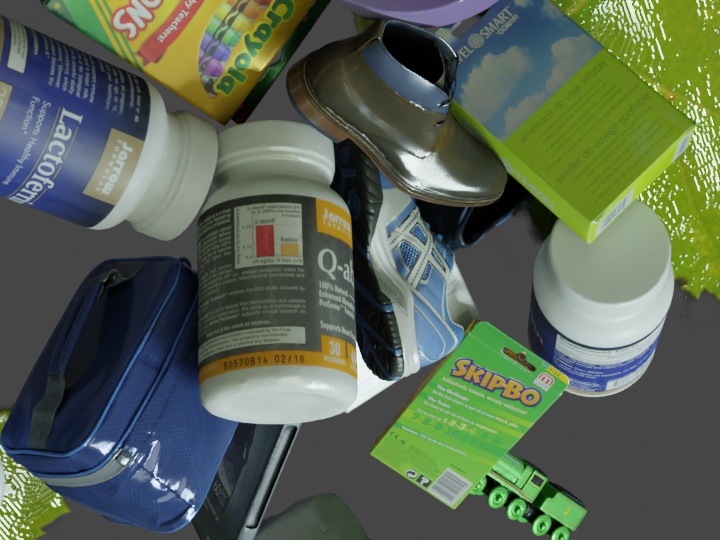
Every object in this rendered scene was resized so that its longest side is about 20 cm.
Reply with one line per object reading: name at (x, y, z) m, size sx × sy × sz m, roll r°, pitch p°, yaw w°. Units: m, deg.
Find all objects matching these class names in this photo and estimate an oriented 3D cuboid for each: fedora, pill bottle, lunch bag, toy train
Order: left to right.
pill bottle at (-0.208, -0.097, 1.010) m, size 0.198 × 0.116 × 0.117 m, roll 21°, pitch 107°, yaw -31°
lunch bag at (-0.171, 0.080, 1.083) m, size 0.132 × 0.135 × 0.202 m, roll 43°, pitch 58°, yaw -36°
pill bottle at (-0.062, 0.002, 1.036) m, size 0.115 × 0.116 × 0.203 m, roll 7°, pitch 70°, yaw -26°
fedora at (-0.059, 0.256, 1.259) m, size 0.198 × 0.177 × 0.091 m, roll -22°, pitch 81°, yaw -32°
toy train at (0.145, 0.205, 1.371) m, size 0.199 × 0.042 × 0.057 m, roll 36°, pitch 89°, yaw -34°
pill bottle at (0.200, 0.021, 1.191) m, size 0.115 × 0.116 × 0.200 m, roll -28°, pitch 158°, yaw -8°

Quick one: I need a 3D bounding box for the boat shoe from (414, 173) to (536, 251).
boat shoe at (0.125, -0.072, 1.163) m, size 0.200 × 0.068 × 0.085 m, roll -47°, pitch 127°, yaw -23°

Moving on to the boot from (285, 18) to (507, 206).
boot at (0.051, -0.110, 1.031) m, size 0.198 × 0.076 × 0.097 m, roll 25°, pitch 148°, yaw -29°

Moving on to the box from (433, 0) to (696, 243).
box at (0.147, -0.131, 1.114) m, size 0.122 × 0.200 × 0.048 m, roll -42°, pitch 162°, yaw -13°

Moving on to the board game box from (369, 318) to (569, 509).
board game box at (0.095, 0.124, 1.243) m, size 0.095 × 0.030 × 0.201 m, roll 33°, pitch 131°, yaw -4°

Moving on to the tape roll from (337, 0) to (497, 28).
tape roll at (0.037, -0.273, 0.985) m, size 0.197 × 0.066 × 0.203 m, roll 0°, pitch 90°, yaw 9°

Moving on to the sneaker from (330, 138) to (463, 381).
sneaker at (0.024, -0.021, 1.092) m, size 0.076 × 0.075 × 0.203 m, roll -12°, pitch 91°, yaw -29°

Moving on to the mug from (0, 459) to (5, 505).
mug at (-0.349, 0.128, 1.043) m, size 0.175 × 0.148 × 0.201 m, roll -40°, pitch 111°, yaw -4°

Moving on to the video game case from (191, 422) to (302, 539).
video game case at (-0.096, 0.128, 1.161) m, size 0.019 × 0.143 × 0.202 m, roll 11°, pitch 111°, yaw -30°

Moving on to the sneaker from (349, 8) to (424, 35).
sneaker at (0.054, -0.247, 1.060) m, size 0.077 × 0.090 × 0.202 m, roll 12°, pitch 112°, yaw -29°

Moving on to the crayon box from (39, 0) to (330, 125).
crayon box at (-0.119, -0.196, 1.035) m, size 0.199 × 0.051 × 0.128 m, roll 31°, pitch 101°, yaw -33°

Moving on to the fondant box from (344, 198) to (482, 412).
fondant box at (0.000, 0.000, 1.187) m, size 0.143 × 0.058 × 0.201 m, roll -31°, pitch 125°, yaw -6°
